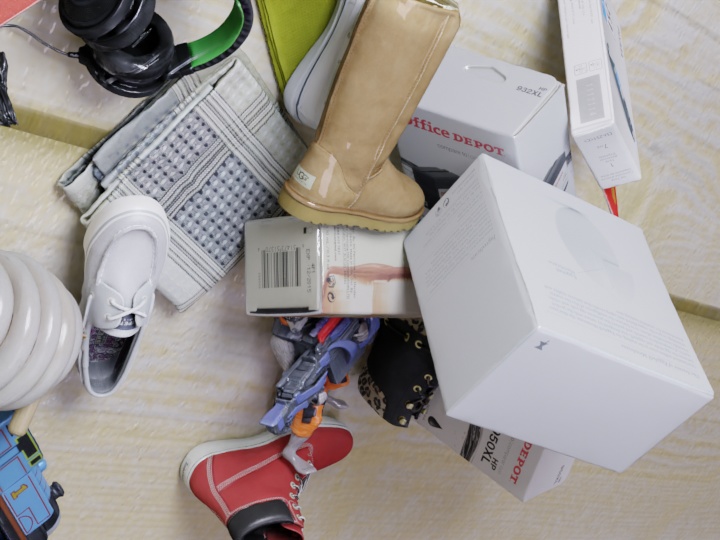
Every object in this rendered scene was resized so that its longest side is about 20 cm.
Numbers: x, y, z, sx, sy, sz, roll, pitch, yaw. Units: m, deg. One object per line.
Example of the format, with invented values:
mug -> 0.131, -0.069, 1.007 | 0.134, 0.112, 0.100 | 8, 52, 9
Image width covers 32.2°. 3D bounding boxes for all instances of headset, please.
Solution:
headset -> -0.174, -0.163, 0.896 | 0.199, 0.094, 0.124 | -13, 156, 0

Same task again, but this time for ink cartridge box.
ink cartridge box -> 0.238, -0.164, 1.202 | 0.044, 0.201, 0.176 | -13, 145, 21
ink cartridge box -> 0.118, -0.094, 1.166 | 0.084, 0.145, 0.201 | -48, 143, -27
ink cartridge box -> 0.143, 0.125, 1.321 | 0.084, 0.200, 0.145 | -14, 130, -48

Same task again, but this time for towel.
towel -> -0.044, -0.225, 1.033 | 0.086, 0.018, 0.201 | -30, 137, -18
towel -> -0.134, -0.076, 1.060 | 0.192, 0.035, 0.200 | -43, 139, -5

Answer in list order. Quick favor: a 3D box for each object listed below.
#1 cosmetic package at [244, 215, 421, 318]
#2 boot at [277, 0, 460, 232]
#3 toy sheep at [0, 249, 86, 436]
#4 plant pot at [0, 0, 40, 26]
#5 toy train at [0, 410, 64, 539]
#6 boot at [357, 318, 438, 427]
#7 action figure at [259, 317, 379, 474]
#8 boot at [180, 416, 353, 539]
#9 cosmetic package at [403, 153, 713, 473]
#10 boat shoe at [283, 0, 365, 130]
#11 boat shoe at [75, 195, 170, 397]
cosmetic package -> 0.000, 0.000, 1.134 | 0.199, 0.103, 0.088 | 2, 86, -45
boot -> 0.033, -0.130, 1.022 | 0.175, 0.066, 0.201 | -6, 129, -54
toy sheep -> -0.287, 0.047, 0.953 | 0.138, 0.138, 0.200 | -49, 156, 2
plant pot -> -0.223, -0.274, 0.723 | 0.199, 0.200, 0.177 | -36, 125, -12
toy train -> -0.322, 0.189, 1.070 | 0.114, 0.087, 0.201 | -36, 138, -22
boot -> 0.083, 0.104, 1.268 | 0.073, 0.203, 0.154 | -16, 135, -43
action figure -> -0.063, 0.101, 1.213 | 0.200, 0.104, 0.194 | -43, 141, -45
boot -> -0.065, 0.223, 1.272 | 0.199, 0.144, 0.073 | -11, 126, -36
cosmetic package -> 0.162, 0.039, 1.055 | 0.199, 0.201, 0.123 | 21, 126, -29
boat shoe -> 0.014, -0.201, 1.046 | 0.073, 0.067, 0.201 | 16, 107, -51
boat shoe -> -0.200, 0.027, 1.024 | 0.072, 0.069, 0.200 | 5, 134, -30
